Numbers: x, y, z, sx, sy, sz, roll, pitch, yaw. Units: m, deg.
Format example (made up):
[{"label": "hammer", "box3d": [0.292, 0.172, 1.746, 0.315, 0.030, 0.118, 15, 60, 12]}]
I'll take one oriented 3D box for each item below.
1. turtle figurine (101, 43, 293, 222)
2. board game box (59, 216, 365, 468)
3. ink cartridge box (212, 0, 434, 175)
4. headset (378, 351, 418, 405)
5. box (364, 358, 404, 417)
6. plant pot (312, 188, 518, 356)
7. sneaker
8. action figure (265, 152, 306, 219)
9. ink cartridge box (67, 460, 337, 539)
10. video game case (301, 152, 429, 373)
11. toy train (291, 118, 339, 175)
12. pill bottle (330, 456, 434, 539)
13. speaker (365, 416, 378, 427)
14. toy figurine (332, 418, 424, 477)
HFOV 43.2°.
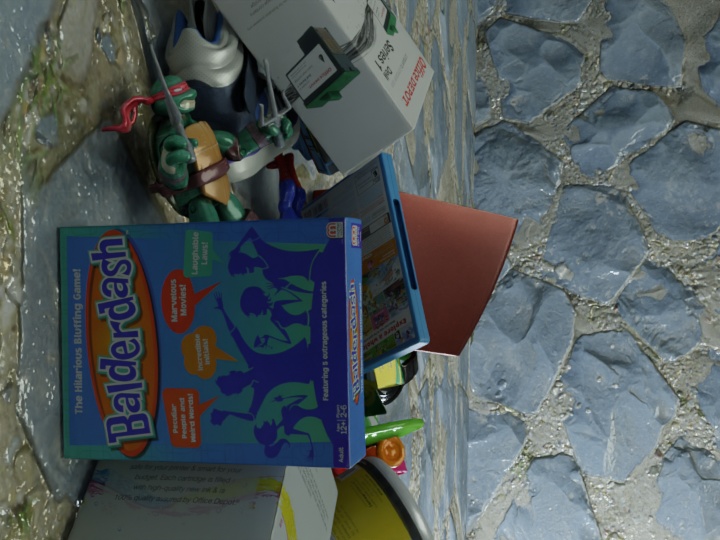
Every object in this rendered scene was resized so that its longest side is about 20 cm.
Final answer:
[{"label": "turtle figurine", "box3d": [-0.110, -0.077, 0.687, 0.150, 0.100, 0.203, -41, 119, -49]}, {"label": "board game box", "box3d": [-0.097, 0.045, 0.590, 0.045, 0.197, 0.155, -2, 90, -75]}, {"label": "ink cartridge box", "box3d": [-0.028, -0.206, 0.789, 0.201, 0.084, 0.147, 51, 29, -19]}, {"label": "headset", "box3d": [-0.007, 0.120, 1.153, 0.199, 0.122, 0.095, -29, 119, -52]}, {"label": "box", "box3d": [-0.015, 0.065, 1.023, 0.048, 0.117, 0.203, -5, 81, -39]}, {"label": "plant pot", "box3d": [0.050, 0.005, 1.128, 0.199, 0.197, 0.179, 7, -94, 64]}, {"label": "sneaker", "box3d": [-0.110, -0.174, 0.804, 0.200, 0.079, 0.148, -65, 150, -63]}, {"label": "action figure", "box3d": [-0.088, -0.020, 0.953, 0.202, 0.098, 0.065, 70, 12, 16]}, {"label": "ink cartridge box", "box3d": [-0.109, 0.203, 0.641, 0.146, 0.143, 0.202, 75, 20, -45]}, {"label": "video game case", "box3d": [0.000, 0.000, 0.938, 0.018, 0.142, 0.203, 7, 64, -40]}, {"label": "toy train", "box3d": [-0.048, -0.194, 0.928, 0.202, 0.086, 0.114, 66, -11, -14]}, {"label": "pill bottle", "box3d": [-0.040, 0.263, 0.808, 0.112, 0.199, 0.113, 51, -18, 25]}, {"label": "speaker", "box3d": [-0.030, 0.241, 1.097, 0.200, 0.087, 0.090, -64, 150, -62]}, {"label": "toy figurine", "box3d": [-0.007, 0.264, 0.926, 0.150, 0.198, 0.187, -35, -116, 55]}]
